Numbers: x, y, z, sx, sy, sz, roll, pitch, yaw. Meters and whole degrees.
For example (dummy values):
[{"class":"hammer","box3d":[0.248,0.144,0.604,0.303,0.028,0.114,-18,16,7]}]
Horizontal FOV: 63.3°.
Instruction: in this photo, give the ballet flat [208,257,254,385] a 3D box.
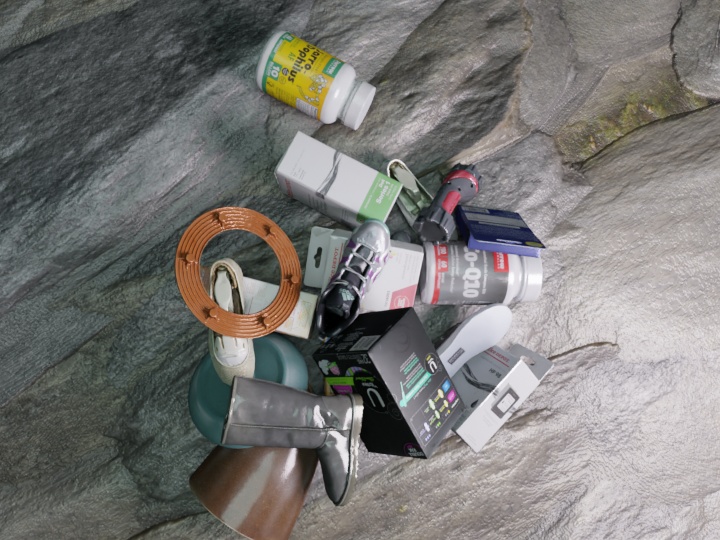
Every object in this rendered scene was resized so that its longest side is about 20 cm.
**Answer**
[{"class":"ballet flat","box3d":[-0.201,0.080,0.874,0.067,0.062,0.202,-9,85,-5]}]

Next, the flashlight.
[{"class":"flashlight","box3d":[0.157,-0.115,1.009,0.067,0.200,0.068,-18,116,35]}]

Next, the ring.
[{"class":"ring","box3d":[-0.173,-0.001,0.862,0.199,0.019,0.203,11,70,-32]}]

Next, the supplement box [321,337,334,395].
[{"class":"supplement box","box3d":[-0.035,0.159,1.026,0.066,0.069,0.202,-3,81,-5]}]

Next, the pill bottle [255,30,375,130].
[{"class":"pill bottle","box3d":[-0.078,-0.337,1.055,0.199,0.113,0.114,28,83,1]}]

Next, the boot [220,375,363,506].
[{"class":"boot","box3d":[-0.102,0.250,0.851,0.198,0.072,0.184,7,82,-25]}]

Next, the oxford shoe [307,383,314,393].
[{"class":"oxford shoe","box3d":[-0.163,0.178,1.017,0.200,0.071,0.072,39,82,0]}]

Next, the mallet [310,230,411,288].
[{"class":"mallet","box3d":[0.003,-0.017,1.066,0.199,0.066,0.041,-26,85,10]}]

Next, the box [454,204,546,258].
[{"class":"box","box3d":[0.233,-0.065,1.001,0.120,0.200,0.033,7,111,-2]}]

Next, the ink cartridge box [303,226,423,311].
[{"class":"ink cartridge box","box3d":[0.000,0.000,1.000,0.198,0.068,0.118,11,104,4]}]

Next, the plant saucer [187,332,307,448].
[{"class":"plant saucer","box3d":[-0.184,0.176,0.924,0.198,0.036,0.202,-5,55,7]}]

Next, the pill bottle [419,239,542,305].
[{"class":"pill bottle","box3d":[0.208,0.004,1.028,0.198,0.114,0.115,1,84,-2]}]

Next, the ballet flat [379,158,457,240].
[{"class":"ballet flat","box3d":[0.105,-0.122,1.063,0.069,0.069,0.201,-38,87,-6]}]

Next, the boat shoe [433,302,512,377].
[{"class":"boat shoe","box3d":[0.176,0.125,1.027,0.070,0.066,0.200,40,99,-20]}]

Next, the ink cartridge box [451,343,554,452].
[{"class":"ink cartridge box","box3d":[0.219,0.194,1.000,0.200,0.116,0.067,-46,114,-6]}]

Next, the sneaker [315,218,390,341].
[{"class":"sneaker","box3d":[-0.013,0.022,0.899,0.077,0.140,0.201,23,106,-1]}]

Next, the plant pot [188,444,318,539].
[{"class":"plant pot","box3d":[-0.142,0.298,0.946,0.186,0.187,0.201,33,83,1]}]

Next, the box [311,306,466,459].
[{"class":"box","box3d":[0.047,0.180,0.937,0.124,0.148,0.201,-40,108,-37]}]

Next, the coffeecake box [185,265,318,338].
[{"class":"coffeecake box","box3d":[-0.173,0.057,0.986,0.198,0.154,0.074,14,83,0]}]

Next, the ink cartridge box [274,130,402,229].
[{"class":"ink cartridge box","box3d":[-0.039,-0.143,1.018,0.199,0.146,0.085,28,82,0]}]
